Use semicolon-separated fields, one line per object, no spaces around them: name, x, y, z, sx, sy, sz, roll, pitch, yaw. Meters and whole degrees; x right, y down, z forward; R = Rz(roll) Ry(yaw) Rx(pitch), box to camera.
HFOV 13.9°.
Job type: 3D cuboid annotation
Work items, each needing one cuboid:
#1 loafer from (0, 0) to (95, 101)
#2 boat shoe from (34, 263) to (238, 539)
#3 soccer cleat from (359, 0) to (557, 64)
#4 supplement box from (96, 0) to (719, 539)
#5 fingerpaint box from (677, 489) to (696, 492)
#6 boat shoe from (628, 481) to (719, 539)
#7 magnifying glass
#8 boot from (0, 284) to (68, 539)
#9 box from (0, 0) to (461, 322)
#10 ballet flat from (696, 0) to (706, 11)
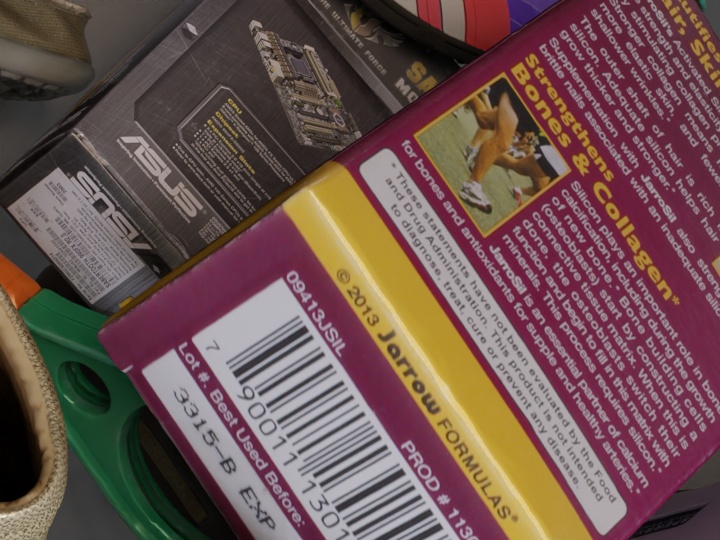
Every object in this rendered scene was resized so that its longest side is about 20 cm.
loafer;-0.163;-0.118;0.911;0.199;0.075;0.070;30;79;-15
boat shoe;-0.022;0.067;0.950;0.076;0.072;0.201;-34;97;-33
soccer cleat;0.002;-0.144;0.933;0.200;0.073;0.068;43;36;-15
supplement box;0.043;0.010;0.857;0.131;0.103;0.200;56;43;-1
fingerpaint box;0.144;0.173;0.941;0.073;0.167;0.201;17;79;-22
boat shoe;0.098;0.107;0.917;0.072;0.200;0.066;-34;97;-38
magnifying glass;-0.087;0.028;0.889;0.200;0.080;0.022;40;49;7
boot;-0.147;0.025;0.809;0.073;0.156;0.200;-33;68;-21
box;0.000;0.000;0.936;0.200;0.048;0.159;49;42;-9
ballet flat;0.094;-0.069;1.006;0.074;0.074;0.201;-35;94;-20
